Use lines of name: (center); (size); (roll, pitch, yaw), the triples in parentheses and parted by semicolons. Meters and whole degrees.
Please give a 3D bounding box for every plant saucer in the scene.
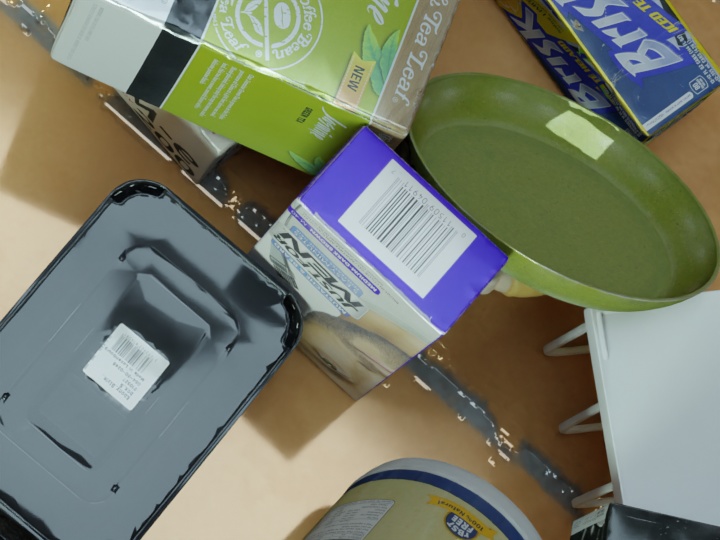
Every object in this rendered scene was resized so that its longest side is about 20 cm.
plant saucer: (0.109, -0.039, 1.684); (0.199, 0.031, 0.200); (22, 32, -14)

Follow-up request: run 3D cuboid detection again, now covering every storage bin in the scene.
storage bin: (-0.143, 0.066, 1.677); (0.135, 0.094, 0.200); (40, 72, -2)

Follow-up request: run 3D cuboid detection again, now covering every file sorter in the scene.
file sorter: (0.194, 0.123, 1.728); (0.138, 0.125, 0.201); (-6, 79, -16)

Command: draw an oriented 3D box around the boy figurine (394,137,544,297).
boy figurine: (0.103, -0.036, 1.776); (0.199, 0.064, 0.125); (21, 64, -6)

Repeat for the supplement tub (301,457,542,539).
supplement tub: (0.006, 0.211, 1.619); (0.144, 0.144, 0.200); (45, 45, 0)

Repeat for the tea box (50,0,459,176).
tea box: (-0.042, -0.183, 1.661); (0.196, 0.134, 0.201); (23, 73, -9)

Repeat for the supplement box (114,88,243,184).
supplement box: (-0.058, -0.165, 1.762); (0.200, 0.074, 0.126); (-40, 89, -19)

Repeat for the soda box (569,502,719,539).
soda box: (0.212, 0.180, 1.617); (0.199, 0.071, 0.064); (13, 74, -12)

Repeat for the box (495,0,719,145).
box: (0.131, -0.169, 1.815); (0.070, 0.064, 0.200); (-35, 86, -19)

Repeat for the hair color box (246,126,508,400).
hair color box: (0.000, 0.000, 1.670); (0.109, 0.200, 0.065); (43, 73, -1)
